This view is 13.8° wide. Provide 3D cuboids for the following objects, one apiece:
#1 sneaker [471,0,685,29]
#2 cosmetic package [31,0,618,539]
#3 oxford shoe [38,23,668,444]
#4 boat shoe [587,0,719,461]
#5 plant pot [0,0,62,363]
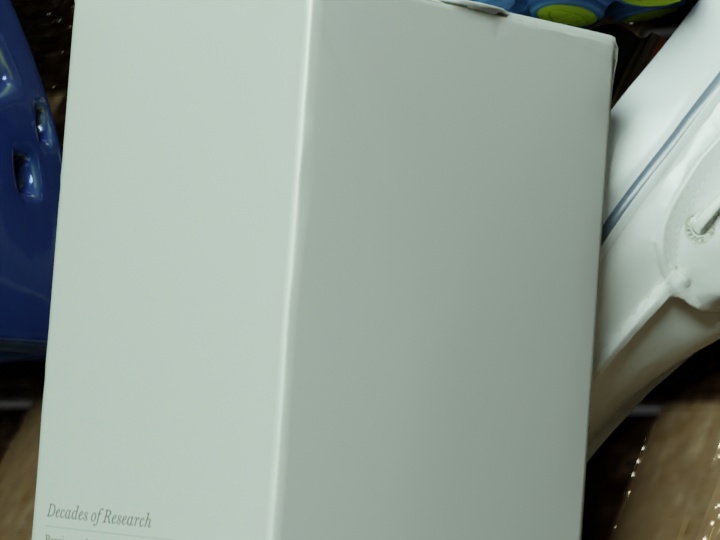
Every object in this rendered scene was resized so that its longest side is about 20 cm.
[{"bbox_3d":[0.058,-0.104,0.759,0.070,0.083,0.200,-9,9,21],"label":"sneaker"},{"bbox_3d":[-0.009,0.040,0.668,0.084,0.107,0.202,-1,83,44],"label":"cosmetic package"},{"bbox_3d":[0.000,0.000,0.777,0.200,0.073,0.071,-46,-2,-3],"label":"oxford shoe"},{"bbox_3d":[0.093,-0.017,0.726,0.065,0.074,0.201,36,96,21],"label":"boat shoe"},{"bbox_3d":[-0.210,-0.062,0.878,0.199,0.200,0.181,-3,84,25],"label":"plant pot"}]
